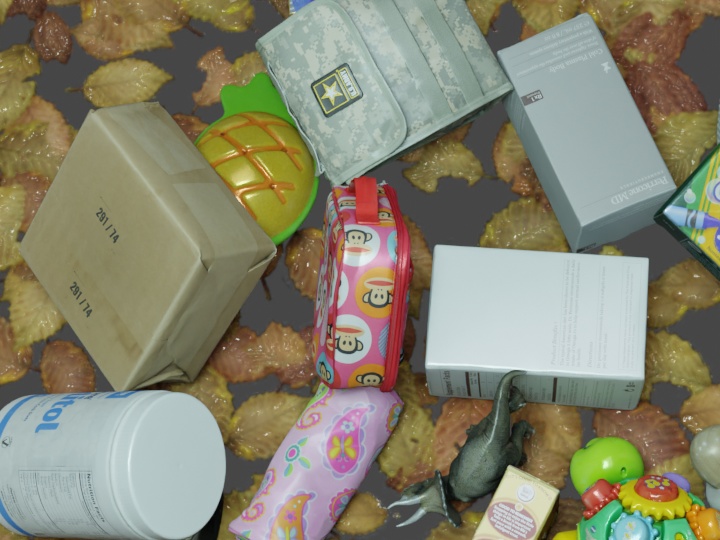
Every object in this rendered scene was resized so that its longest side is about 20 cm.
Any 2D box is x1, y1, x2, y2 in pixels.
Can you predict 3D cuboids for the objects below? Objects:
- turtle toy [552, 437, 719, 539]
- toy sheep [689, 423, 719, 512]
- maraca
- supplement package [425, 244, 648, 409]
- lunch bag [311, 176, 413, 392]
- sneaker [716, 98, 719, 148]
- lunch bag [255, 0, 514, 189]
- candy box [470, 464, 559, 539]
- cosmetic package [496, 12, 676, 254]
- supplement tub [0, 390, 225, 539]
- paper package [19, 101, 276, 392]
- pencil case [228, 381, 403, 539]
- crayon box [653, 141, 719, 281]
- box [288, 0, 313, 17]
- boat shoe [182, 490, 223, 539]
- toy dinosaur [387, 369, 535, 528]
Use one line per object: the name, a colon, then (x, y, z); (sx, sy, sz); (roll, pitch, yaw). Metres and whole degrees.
turtle toy: (0.244, 0.221, 1.513); (0.144, 0.200, 0.102); (-3, 112, -19)
toy sheep: (0.379, 0.193, 1.515); (0.198, 0.138, 0.139); (28, 76, -7)
maraca: (-0.102, -0.106, 1.675); (0.135, 0.107, 0.202); (15, 63, 5)
supplement package: (0.162, 0.054, 1.588); (0.197, 0.117, 0.118); (4, 73, 7)
lunch bag: (0.000, 0.000, 1.559); (0.081, 0.200, 0.178); (3, 109, -5)
sneaker: (0.402, -0.107, 1.646); (0.113, 0.073, 0.203); (-2, 82, 1)
lunch bag: (0.017, -0.190, 1.653); (0.199, 0.118, 0.165); (-29, 88, -14)
candy box: (0.110, 0.282, 1.521); (0.056, 0.117, 0.202); (24, 77, 13)
cosmetic package: (0.215, -0.130, 1.660); (0.106, 0.090, 0.202); (-23, 69, -6)
supplement tub: (-0.234, 0.175, 1.545); (0.198, 0.131, 0.134); (-6, 68, 36)
paper package: (-0.203, -0.020, 1.604); (0.200, 0.103, 0.191); (49, 123, 24)
pencil case: (-0.039, 0.179, 1.589); (0.087, 0.088, 0.201); (28, 77, 14)
crayon box: (0.382, -0.081, 1.580); (0.126, 0.052, 0.200); (43, 85, 1)
box: (0.022, -0.319, 1.764); (0.197, 0.042, 0.121); (-6, 72, 6)
boat shoe: (-0.180, 0.280, 1.580); (0.073, 0.076, 0.202); (5, 65, 13)
toy dinosaur: (0.114, 0.168, 1.550); (0.077, 0.200, 0.102); (39, 46, 0)
